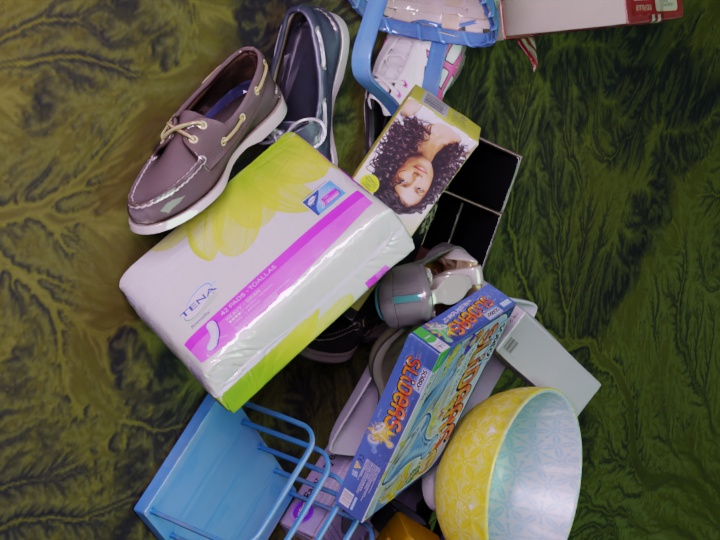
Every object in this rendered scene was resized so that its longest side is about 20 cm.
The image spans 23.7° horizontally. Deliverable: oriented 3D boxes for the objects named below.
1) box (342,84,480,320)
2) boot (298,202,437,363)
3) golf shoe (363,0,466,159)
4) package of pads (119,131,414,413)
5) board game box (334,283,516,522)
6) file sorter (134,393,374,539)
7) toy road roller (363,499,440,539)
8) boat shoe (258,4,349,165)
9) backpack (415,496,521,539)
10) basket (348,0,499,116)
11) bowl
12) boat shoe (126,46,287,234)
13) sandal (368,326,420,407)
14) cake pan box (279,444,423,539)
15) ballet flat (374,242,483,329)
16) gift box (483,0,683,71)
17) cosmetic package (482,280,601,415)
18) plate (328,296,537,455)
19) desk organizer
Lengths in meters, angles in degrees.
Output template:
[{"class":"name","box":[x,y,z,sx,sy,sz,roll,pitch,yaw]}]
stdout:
[{"class":"box","box":[0.019,-0.058,1.486,0.200,0.075,0.050,-56,-175,22]},{"class":"boot","box":[0.000,0.000,1.606,0.200,0.073,0.151,-17,133,-59]},{"class":"golf shoe","box":[0.047,-0.181,1.618,0.092,0.073,0.200,-18,119,-55]},{"class":"package of pads","box":[-0.080,-0.005,1.373,0.200,0.154,0.068,-42,136,-8]},{"class":"board game box","box":[0.057,0.117,1.524,0.135,0.034,0.200,-30,149,-51]},{"class":"file sorter","box":[-0.086,0.224,1.560,0.139,0.123,0.200,-58,147,-24]},{"class":"toy road roller","box":[0.058,0.317,1.662,0.123,0.146,0.200,-57,-174,4]},{"class":"boat shoe","box":[-0.054,-0.128,1.478,0.062,0.075,0.200,2,102,-61]},{"class":"backpack","box":[0.138,0.279,1.846,0.200,0.154,0.191,-45,166,-56]},{"class":"basket","box":[0.048,-0.234,1.502,0.176,0.139,0.200,40,66,-68]},{"class":"bowl","box":[0.125,0.205,1.669,0.200,0.108,0.200,-16,109,-56]},{"class":"boat shoe","box":[-0.128,-0.105,1.375,0.200,0.072,0.060,-51,138,-39]},{"class":"sandal","box":[0.052,0.118,1.633,0.080,0.057,0.201,-26,136,-30]},{"class":"cake pan box","box":[0.008,0.244,1.796,0.184,0.052,0.200,-56,146,-23]},{"class":"ballet flat","box":[0.077,0.014,1.539,0.200,0.064,0.067,-23,102,-65]},{"class":"gift box","box":[0.196,-0.299,1.685,0.184,0.187,0.200,-9,98,-59]},{"class":"cosmetic package","box":[0.161,0.075,1.692,0.051,0.083,0.200,-53,143,-2]},{"class":"plate","box":[0.067,0.099,1.706,0.199,0.032,0.200,14,110,-49]},{"class":"desk organizer","box":[0.089,-0.044,1.753,0.072,0.077,0.200,26,83,-60]}]
